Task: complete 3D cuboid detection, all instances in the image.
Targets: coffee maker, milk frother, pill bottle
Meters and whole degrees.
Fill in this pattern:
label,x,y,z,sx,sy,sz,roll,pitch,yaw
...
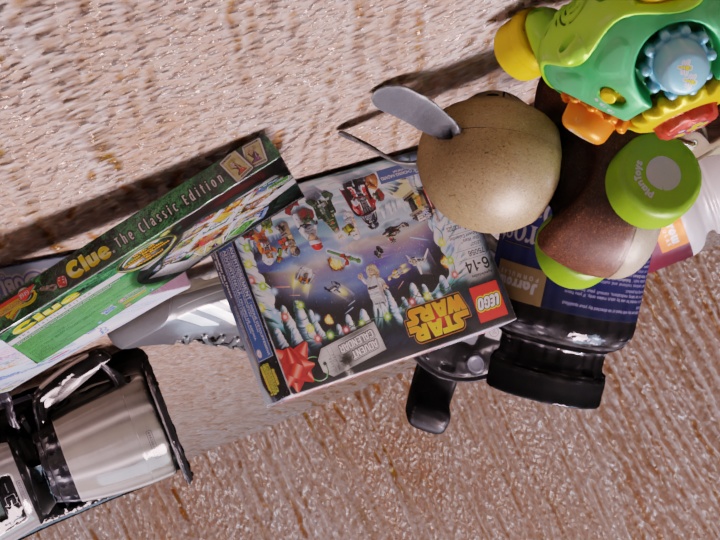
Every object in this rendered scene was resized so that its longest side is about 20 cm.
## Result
label,x,y,z,sx,sy,sz,roll,pitch,yaw
coffee maker,-0.259,0.160,2.101,0.200,0.135,0.192,-21,174,-6
milk frother,0.040,0.029,2.114,0.181,0.200,0.188,-54,-178,4
pill bottle,0.152,-0.007,1.733,0.112,0.201,0.112,12,-175,-1
pill bottle,0.230,-0.050,2.084,0.200,0.114,0.114,-23,173,5

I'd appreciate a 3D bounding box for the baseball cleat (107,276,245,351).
label,x,y,z,sx,sy,sz,roll,pitch,yaw
baseball cleat,-0.090,0.045,1.850,0.200,0.107,0.070,-19,178,-4

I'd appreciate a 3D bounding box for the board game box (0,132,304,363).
label,x,y,z,sx,sy,sz,roll,pitch,yaw
board game box,-0.129,-0.011,1.463,0.200,0.023,0.105,-32,169,-1

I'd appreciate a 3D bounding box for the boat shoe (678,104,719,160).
label,x,y,z,sx,sy,sz,roll,pitch,yaw
boat shoe,0.240,-0.109,1.871,0.200,0.072,0.065,-21,165,-27

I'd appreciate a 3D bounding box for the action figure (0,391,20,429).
label,x,y,z,sx,sy,sz,roll,pitch,yaw
action figure,-0.349,0.135,1.772,0.200,0.102,0.119,-22,-175,-10

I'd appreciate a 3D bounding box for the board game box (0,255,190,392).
label,x,y,z,sx,sy,sz,roll,pitch,yaw
board game box,-0.249,0.044,1.607,0.199,0.043,0.200,-27,171,36

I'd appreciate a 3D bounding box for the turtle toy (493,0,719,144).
label,x,y,z,sx,sy,sz,roll,pitch,yaw
turtle toy,0.183,-0.130,1.366,0.200,0.101,0.146,-16,171,-41

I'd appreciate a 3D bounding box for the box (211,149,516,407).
label,x,y,z,sx,sy,sz,roll,pitch,yaw
box,0.000,0.000,1.653,0.200,0.137,0.040,-18,175,-34

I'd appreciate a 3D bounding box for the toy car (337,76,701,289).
label,x,y,z,sx,sy,sz,roll,pitch,yaw
toy car,0.092,-0.084,1.493,0.199,0.158,0.164,10,161,-12
